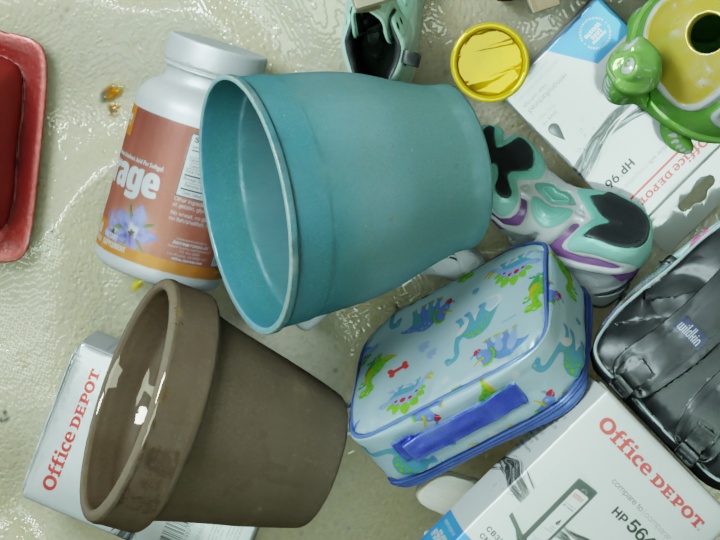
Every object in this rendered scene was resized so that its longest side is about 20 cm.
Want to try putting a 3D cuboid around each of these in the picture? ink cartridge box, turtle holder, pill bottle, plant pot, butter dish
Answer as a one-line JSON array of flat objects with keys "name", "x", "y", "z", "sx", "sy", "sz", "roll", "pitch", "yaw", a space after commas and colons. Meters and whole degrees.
[{"name": "ink cartridge box", "x": -0.169, "y": 0.158, "z": 1.676, "sx": 0.199, "sy": 0.086, "sz": 0.147, "roll": 23, "pitch": 99, "yaw": 1}, {"name": "ink cartridge box", "x": 0.162, "y": 0.202, "z": 1.500, "sx": 0.146, "sy": 0.084, "sz": 0.200, "roll": 45, "pitch": 92, "yaw": -5}, {"name": "turtle holder", "x": 0.273, "y": -0.179, "z": 1.515, "sx": 0.185, "sy": 0.132, "sz": 0.142, "roll": 13, "pitch": 71, "yaw": -17}, {"name": "pill bottle", "x": -0.145, "y": -0.092, "z": 1.625, "sx": 0.112, "sy": 0.112, "sz": 0.201, "roll": 17, "pitch": 99, "yaw": 2}, {"name": "ink cartridge box", "x": 0.226, "y": -0.117, "z": 1.615, "sx": 0.200, "sy": 0.068, "sz": 0.116, "roll": 44, "pitch": 99, "yaw": -3}, {"name": "plant pot", "x": -0.108, "y": 0.126, "z": 1.545, "sx": 0.174, "sy": 0.200, "sz": 0.201, "roll": 20, "pitch": 100, "yaw": -16}, {"name": "plant pot", "x": -0.006, "y": -0.065, "z": 1.519, "sx": 0.187, "sy": 0.200, "sz": 0.201, "roll": -11, "pitch": 98, "yaw": -22}, {"name": "butter dish", "x": -0.375, "y": -0.106, "z": 1.623, "sx": 0.198, "sy": 0.148, "sz": 0.201, "roll": 8, "pitch": 98, "yaw": 2}]

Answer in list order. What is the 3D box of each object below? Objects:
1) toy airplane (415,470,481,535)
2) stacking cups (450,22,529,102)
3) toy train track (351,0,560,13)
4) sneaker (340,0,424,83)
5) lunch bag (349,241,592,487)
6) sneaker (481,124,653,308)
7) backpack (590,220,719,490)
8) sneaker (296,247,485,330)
[{"name": "toy airplane", "x": 0.156, "y": 0.225, "z": 1.598, "sx": 0.199, "sy": 0.141, "sz": 0.200, "roll": -10, "pitch": 132, "yaw": 6}, {"name": "stacking cups", "x": 0.101, "y": -0.163, "z": 1.551, "sx": 0.060, "sy": 0.200, "sz": 0.061, "roll": 0, "pitch": 95, "yaw": 3}, {"name": "toy train track", "x": 0.086, "y": -0.242, "z": 1.544, "sx": 0.199, "sy": 0.033, "sz": 0.115, "roll": -18, "pitch": 80, "yaw": -8}, {"name": "sneaker", "x": 0.022, "y": -0.241, "z": 1.588, "sx": 0.073, "sy": 0.118, "sz": 0.201, "roll": 1, "pitch": 97, "yaw": 6}, {"name": "lunch bag", "x": 0.087, "y": 0.078, "z": 1.552, "sx": 0.200, "sy": 0.161, "sz": 0.083, "roll": -30, "pitch": 117, "yaw": 23}, {"name": "sneaker", "x": 0.139, "y": -0.029, "z": 1.622, "sx": 0.200, "sy": 0.140, "sz": 0.078, "roll": 33, "pitch": 57, "yaw": 17}, {"name": "backpack", "x": 0.302, "y": 0.057, "z": 1.542, "sx": 0.200, "sy": 0.151, "sz": 0.178, "roll": -45, "pitch": 77, "yaw": 3}, {"name": "sneaker", "x": 0.000, "y": 0.000, "z": 1.649, "sx": 0.199, "sy": 0.075, "sz": 0.115, "roll": 19, "pitch": 100, "yaw": 6}]
